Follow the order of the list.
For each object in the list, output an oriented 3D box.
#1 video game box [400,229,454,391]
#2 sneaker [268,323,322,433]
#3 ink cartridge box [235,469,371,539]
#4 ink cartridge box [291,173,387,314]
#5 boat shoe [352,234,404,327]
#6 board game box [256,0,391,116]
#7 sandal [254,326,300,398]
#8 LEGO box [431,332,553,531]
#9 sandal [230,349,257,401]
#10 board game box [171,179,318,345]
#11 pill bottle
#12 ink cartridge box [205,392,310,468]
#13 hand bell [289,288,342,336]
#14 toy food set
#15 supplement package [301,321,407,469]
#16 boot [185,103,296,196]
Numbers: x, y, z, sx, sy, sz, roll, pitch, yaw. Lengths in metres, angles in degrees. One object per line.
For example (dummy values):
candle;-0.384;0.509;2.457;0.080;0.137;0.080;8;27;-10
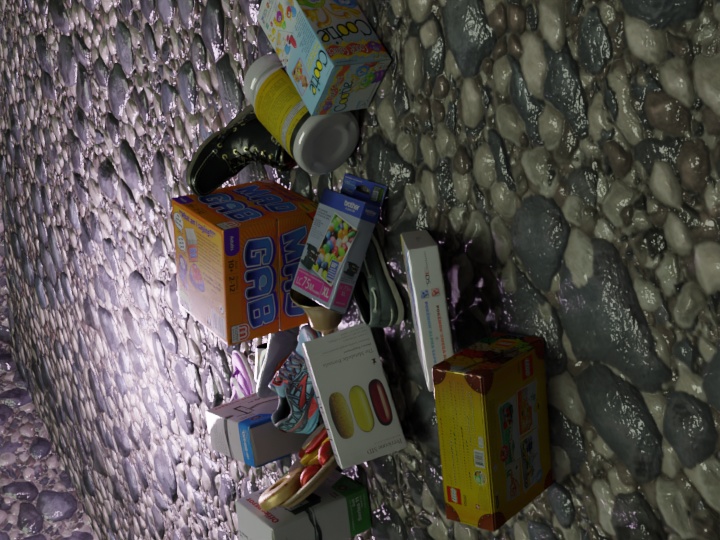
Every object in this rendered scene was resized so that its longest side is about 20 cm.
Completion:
video game box;0.090;0.046;1.278;0.200;0.046;0.185;-92;-9;-82
sneaker;-0.112;0.193;1.674;0.079;0.094;0.203;20;105;59
ink cartridge box;-0.103;0.431;1.674;0.146;0.198;0.084;14;115;54
ink cartridge box;-0.035;-0.048;1.460;0.119;0.042;0.203;25;95;52
boat shoe;0.000;0.000;1.474;0.202;0.061;0.073;64;149;21
board game box;-0.056;-0.341;1.392;0.202;0.102;0.105;62;145;22
sandal;-0.156;0.141;1.772;0.059;0.078;0.209;41;126;44
LEGO box;0.169;0.198;1.193;0.076;0.148;0.203;4;106;40
sandal;-0.243;0.268;1.974;0.082;0.049;0.206;-11;92;58
board game box;-0.190;-0.021;1.636;0.199;0.198;0.203;29;126;50
pill bottle;-0.098;-0.249;1.483;0.200;0.113;0.115;48;139;36
ink cartridge box;-0.189;0.298;1.809;0.199;0.144;0.086;3;106;56
hand bell;-0.055;0.115;1.604;0.104;0.103;0.203;34;140;47
toy food set;-0.083;0.325;1.623;0.049;0.198;0.200;44;116;-3
supplement package;-0.012;0.196;1.496;0.110;0.112;0.203;123;129;-81
boot;-0.188;-0.192;1.593;0.153;0.204;0.074;27;159;44
